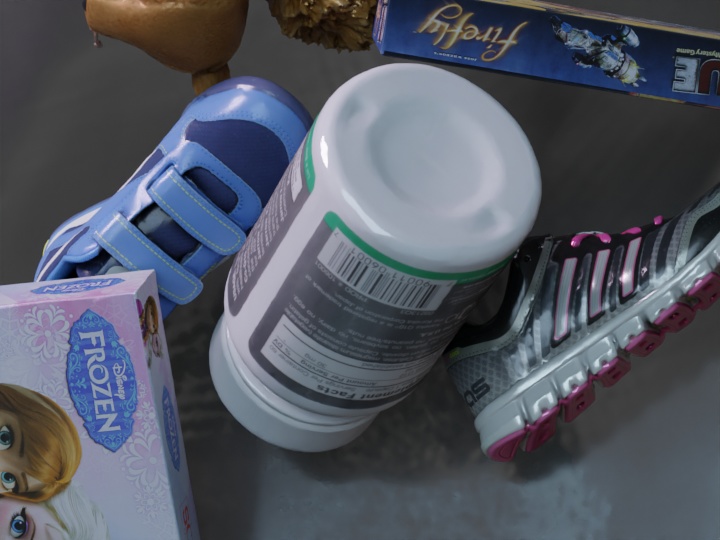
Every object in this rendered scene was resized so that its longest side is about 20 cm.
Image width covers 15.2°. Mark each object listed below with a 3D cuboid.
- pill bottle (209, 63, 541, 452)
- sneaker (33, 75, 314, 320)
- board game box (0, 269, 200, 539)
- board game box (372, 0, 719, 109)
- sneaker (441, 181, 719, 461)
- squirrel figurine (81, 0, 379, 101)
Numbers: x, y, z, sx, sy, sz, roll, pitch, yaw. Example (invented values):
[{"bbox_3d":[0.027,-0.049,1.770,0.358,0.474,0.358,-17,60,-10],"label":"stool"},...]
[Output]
[{"bbox_3d":[0.000,0.000,1.303,0.113,0.200,0.113,12,55,-17],"label":"pill bottle"},{"bbox_3d":[-0.097,-0.019,1.362,0.074,0.082,0.200,41,124,-11],"label":"sneaker"},{"bbox_3d":[-0.185,0.108,1.357,0.199,0.041,0.201,-7,105,12],"label":"board game box"},{"bbox_3d":[0.108,-0.110,1.324,0.199,0.136,0.035,9,98,-2],"label":"board game box"},{"bbox_3d":[0.119,0.003,1.349,0.200,0.074,0.088,-40,76,5],"label":"sneaker"},{"bbox_3d":[-0.065,-0.177,1.393,0.199,0.142,0.187,5,40,-12],"label":"squirrel figurine"}]
